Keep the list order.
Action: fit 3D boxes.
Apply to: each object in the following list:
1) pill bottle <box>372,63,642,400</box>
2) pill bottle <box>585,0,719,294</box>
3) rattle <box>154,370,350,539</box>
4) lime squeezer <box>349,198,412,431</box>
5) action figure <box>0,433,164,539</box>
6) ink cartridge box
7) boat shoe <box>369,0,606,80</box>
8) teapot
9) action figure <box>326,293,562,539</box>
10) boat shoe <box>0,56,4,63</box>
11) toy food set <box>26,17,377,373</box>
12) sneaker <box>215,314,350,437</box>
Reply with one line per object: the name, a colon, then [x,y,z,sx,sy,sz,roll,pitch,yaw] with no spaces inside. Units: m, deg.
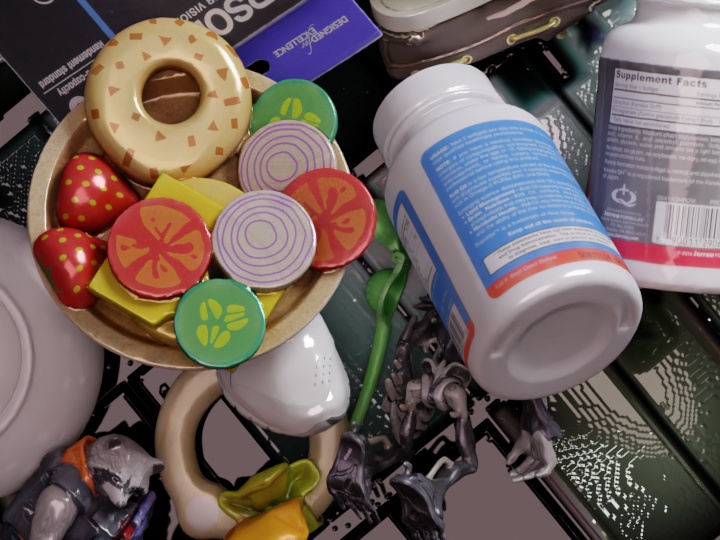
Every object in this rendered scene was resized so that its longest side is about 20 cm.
pill bottle: [0.081,-0.030,1.429,0.112,0.112,0.200,-27,54,1]
pill bottle: [0.197,-0.092,1.450,0.110,0.111,0.201,6,97,2]
rattle: [-0.075,0.076,1.460,0.130,0.143,0.201,6,96,20]
lime squeezer: [0.000,0.000,1.504,0.070,0.038,0.201,-14,90,2]
action figure: [-0.200,0.172,1.429,0.193,0.200,0.105,-43,96,8]
ink cartridge box: [-0.123,-0.160,1.437,0.198,0.043,0.200,-31,114,25]
boat shoe: [0.104,-0.173,1.491,0.199,0.072,0.060,-19,130,-11]
teapot: [-0.258,0.057,1.458,0.196,0.146,0.201,6,91,2]
action figure: [0.060,0.084,1.471,0.118,0.102,0.200,16,48,28]
boat shoe: [-0.206,-0.196,1.496,0.200,0.070,0.071,-37,89,1]
toy food set: [-0.094,-0.038,1.383,0.197,0.049,0.200,29,71,6]
sneaker: [-0.067,0.013,1.431,0.074,0.087,0.200,-24,59,-12]
